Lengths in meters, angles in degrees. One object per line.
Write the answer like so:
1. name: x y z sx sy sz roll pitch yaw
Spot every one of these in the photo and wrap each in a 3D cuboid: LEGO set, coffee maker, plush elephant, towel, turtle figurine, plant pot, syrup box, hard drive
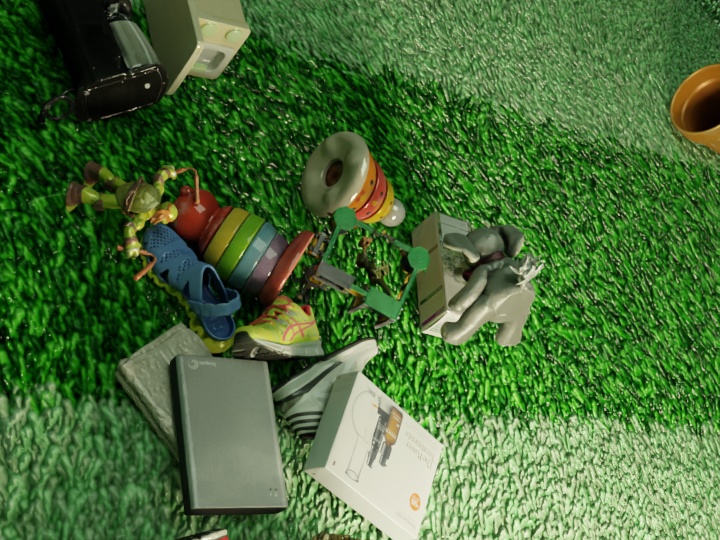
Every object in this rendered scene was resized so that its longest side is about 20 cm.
1. LEGO set: 0.000 0.000 1.536 0.197 0.116 0.156 20 75 -13
2. coffee maker: -0.398 -0.334 1.439 0.190 0.135 0.202 -12 69 -42
3. plush elephant: 0.198 0.005 1.565 0.162 0.202 0.156 -1 45 -32
4. towel: -0.223 0.176 1.303 0.201 0.034 0.132 54 44 2
5. turtle figurine: -0.317 -0.089 1.347 0.159 0.065 0.202 16 58 6
6. plant pot: 0.924 -0.392 2.528 0.182 0.199 0.203 32 44 -38
7. syrup box: 0.145 0.010 1.681 0.078 0.081 0.203 15 55 -29
8. hard drive: -0.171 0.210 1.274 0.138 0.033 0.203 9 58 -36

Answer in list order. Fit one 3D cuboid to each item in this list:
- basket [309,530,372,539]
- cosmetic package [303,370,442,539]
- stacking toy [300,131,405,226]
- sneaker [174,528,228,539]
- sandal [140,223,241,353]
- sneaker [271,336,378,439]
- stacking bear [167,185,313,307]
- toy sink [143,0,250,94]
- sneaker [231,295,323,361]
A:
1. basket: -0.032 0.455 1.244 0.140 0.150 0.202 8 49 6
2. cosmetic package: 0.023 0.261 1.382 0.200 0.051 0.152 43 52 -29
3. stacking toy: 0.011 -0.130 1.655 0.199 0.145 0.148 26 46 -43
4. sneaker: -0.227 0.374 1.146 0.199 0.077 0.086 -31 94 -40
5. sandal: -0.228 0.012 1.373 0.201 0.087 0.079 51 45 4
6. sneaker: -0.034 0.181 1.437 0.199 0.075 0.117 -27 88 -38
7. stacking bear: -0.187 -0.045 1.437 0.198 0.122 0.114 33 37 -3
8. toy sink: -0.260 -0.391 1.594 0.111 0.130 0.203 4 58 -37
9. sneaker: -0.120 0.080 1.380 0.199 0.077 0.092 11 73 -66
